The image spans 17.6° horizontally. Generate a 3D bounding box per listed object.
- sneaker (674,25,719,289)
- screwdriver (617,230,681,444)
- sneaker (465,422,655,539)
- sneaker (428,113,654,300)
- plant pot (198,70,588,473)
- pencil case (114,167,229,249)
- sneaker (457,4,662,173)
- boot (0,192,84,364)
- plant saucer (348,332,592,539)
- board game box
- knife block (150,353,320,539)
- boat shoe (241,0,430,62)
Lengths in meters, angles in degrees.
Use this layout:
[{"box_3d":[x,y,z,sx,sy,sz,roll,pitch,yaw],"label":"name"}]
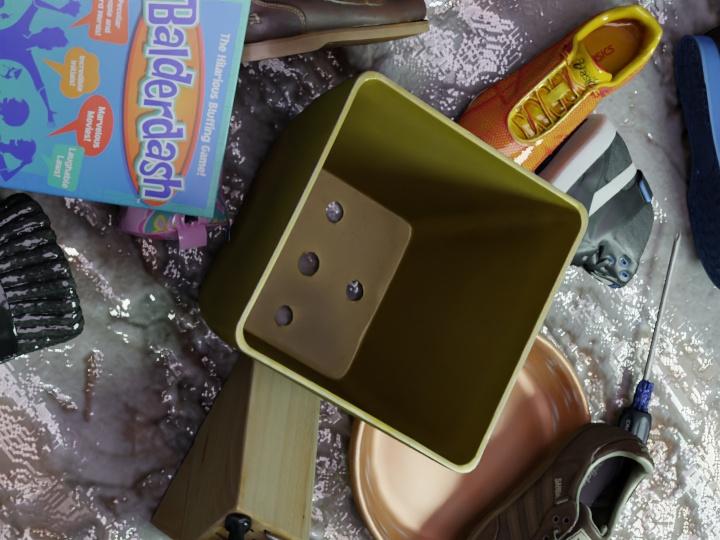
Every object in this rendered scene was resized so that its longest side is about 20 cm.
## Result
[{"box_3d":[0.294,-0.087,1.776,0.077,0.070,0.202,-10,100,-18],"label":"sneaker"},{"box_3d":[0.224,0.069,1.781,0.028,0.029,0.202,13,96,-25],"label":"screwdriver"},{"box_3d":[0.137,0.194,1.694,0.070,0.075,0.201,42,78,-23],"label":"sneaker"},{"box_3d":[0.145,-0.010,1.714,0.200,0.073,0.112,-45,110,-15],"label":"sneaker"},{"box_3d":[0.000,0.000,1.590,0.199,0.176,0.201,30,79,-24],"label":"plant pot"},{"box_3d":[-0.131,-0.117,1.573,0.087,0.087,0.202,-5,97,-23],"label":"pencil case"},{"box_3d":[0.136,-0.129,1.689,0.073,0.077,0.200,45,73,1],"label":"sneaker"},{"box_3d":[-0.283,-0.020,1.515,0.157,0.079,0.212,-27,117,-12],"label":"boot"},{"box_3d":[0.079,0.132,1.722,0.198,0.037,0.202,-3,98,-25],"label":"plant saucer"},{"box_3d":[-0.180,-0.124,1.488,0.198,0.045,0.153,7,103,-12],"label":"board game box"},{"box_3d":[-0.069,0.162,1.582,0.064,0.175,0.201,32,83,-24],"label":"knife block"},{"box_3d":[-0.023,-0.185,1.594,0.199,0.070,0.071,-13,98,-51],"label":"boat shoe"}]
